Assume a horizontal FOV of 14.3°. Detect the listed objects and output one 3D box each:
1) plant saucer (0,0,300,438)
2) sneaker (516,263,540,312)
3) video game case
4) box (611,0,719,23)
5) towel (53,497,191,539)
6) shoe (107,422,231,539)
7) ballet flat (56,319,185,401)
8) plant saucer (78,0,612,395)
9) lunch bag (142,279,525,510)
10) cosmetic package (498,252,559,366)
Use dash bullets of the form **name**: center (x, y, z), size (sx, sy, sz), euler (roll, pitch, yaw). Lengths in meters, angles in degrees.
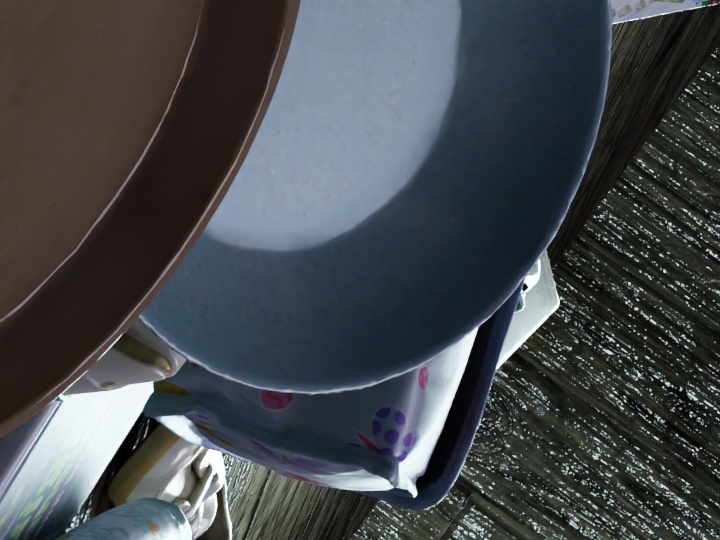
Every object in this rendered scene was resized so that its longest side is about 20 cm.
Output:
- **plant saucer**: center (-0.087, -0.037, 0.723), size (0.200, 0.029, 0.200), euler (-44, 155, -27)
- **sneaker**: center (0.056, -0.039, 1.432), size (0.200, 0.074, 0.119), euler (-34, 120, -81)
- **video game case**: center (-0.113, 0.052, 1.168), size (0.200, 0.023, 0.182), euler (-56, 173, 12)
- **box**: center (0.115, -0.175, 1.234), size (0.200, 0.039, 0.137), euler (-16, 128, -54)
- **towel**: center (-0.166, 0.185, 1.232), size (0.200, 0.048, 0.171), euler (-48, 176, 15)
- **shoe**: center (-0.090, 0.114, 1.487), size (0.070, 0.053, 0.200), euler (-53, 173, -16)
- **ballet flat**: center (-0.081, 0.001, 0.946), size (0.067, 0.070, 0.200), euler (-50, 172, -36)
- **plant saucer**: center (-0.013, -0.064, 0.864), size (0.039, 0.201, 0.201), euler (17, -114, 52)
- **lunch bag**: center (0.000, 0.000, 1.126), size (0.200, 0.127, 0.170), euler (79, 27, -81)
- **cosmetic package**: center (0.029, 0.013, 1.533), size (0.103, 0.087, 0.200), euler (-14, -172, 18)
